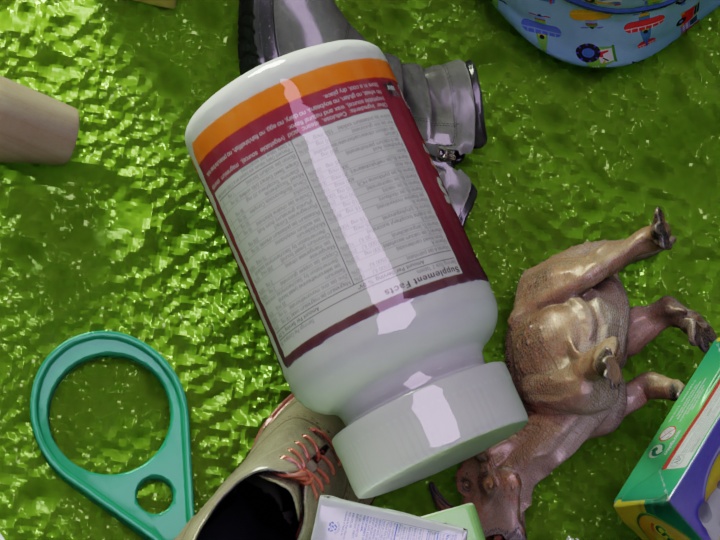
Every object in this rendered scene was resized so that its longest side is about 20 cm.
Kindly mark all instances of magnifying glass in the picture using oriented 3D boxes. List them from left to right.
[{"bbox_3d":[-0.100,0.122,1.094,0.079,0.022,0.201,-28,77,-14],"label":"magnifying glass"}]

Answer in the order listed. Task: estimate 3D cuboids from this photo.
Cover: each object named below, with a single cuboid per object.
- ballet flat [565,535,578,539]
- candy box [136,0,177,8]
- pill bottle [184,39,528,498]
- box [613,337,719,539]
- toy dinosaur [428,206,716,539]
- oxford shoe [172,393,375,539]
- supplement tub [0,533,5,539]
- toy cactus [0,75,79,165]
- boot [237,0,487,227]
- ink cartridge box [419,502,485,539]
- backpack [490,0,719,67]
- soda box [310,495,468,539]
[{"bbox_3d":[0.139,0.189,1.055,0.200,0.071,0.072,36,67,-37],"label":"ballet flat"},{"bbox_3d":[-0.100,-0.257,1.154,0.056,0.117,0.201,14,72,-3],"label":"candy box"},{"bbox_3d":[0.000,0.000,1.040,0.109,0.110,0.201,-22,79,-13],"label":"pill bottle"},{"bbox_3d":[0.224,0.141,1.073,0.200,0.048,0.118,48,60,-19],"label":"box"},{"bbox_3d":[0.101,0.041,1.116,0.086,0.135,0.201,51,43,-33],"label":"toy dinosaur"},{"bbox_3d":[-0.028,0.108,1.067,0.070,0.075,0.200,40,61,-1],"label":"oxford shoe"},{"bbox_3d":[-0.225,0.219,0.982,0.199,0.145,0.146,-29,79,-15],"label":"supplement tub"},{"bbox_3d":[-0.230,-0.082,1.112,0.164,0.102,0.201,13,69,-23],"label":"toy cactus"},{"bbox_3d":[0.001,-0.110,1.157,0.130,0.068,0.202,3,81,-11],"label":"boot"},{"bbox_3d":[0.036,0.226,1.013,0.083,0.146,0.201,-14,76,-9],"label":"ink cartridge box"},{"bbox_3d":[0.126,-0.221,1.164,0.182,0.135,0.200,-36,84,-15],"label":"backpack"},{"bbox_3d":[-0.007,0.198,0.870,0.063,0.068,0.201,12,78,5],"label":"soda box"}]
